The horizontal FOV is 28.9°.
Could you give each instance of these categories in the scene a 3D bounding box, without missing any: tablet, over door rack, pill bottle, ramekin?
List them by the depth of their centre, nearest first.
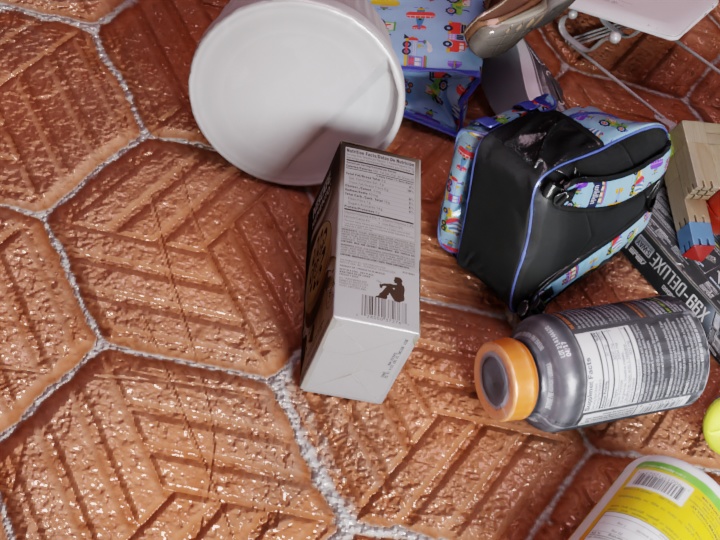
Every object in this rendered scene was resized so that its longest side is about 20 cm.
[{"bbox_3d":[0.212,0.249,1.117,0.111,0.111,0.200,40,51,12],"label":"pill bottle"},{"bbox_3d":[0.202,0.085,1.246,0.200,0.106,0.106,-7,56,-25],"label":"pill bottle"},{"bbox_3d":[-0.057,-0.186,1.310,0.202,0.203,0.094,15,37,-9],"label":"ramekin"},{"bbox_3d":[0.340,-0.242,1.581,0.148,0.067,0.200,-22,64,-32],"label":"over door rack"},{"bbox_3d":[0.295,-0.316,1.597,0.200,0.014,0.130,24,40,25],"label":"tablet"}]

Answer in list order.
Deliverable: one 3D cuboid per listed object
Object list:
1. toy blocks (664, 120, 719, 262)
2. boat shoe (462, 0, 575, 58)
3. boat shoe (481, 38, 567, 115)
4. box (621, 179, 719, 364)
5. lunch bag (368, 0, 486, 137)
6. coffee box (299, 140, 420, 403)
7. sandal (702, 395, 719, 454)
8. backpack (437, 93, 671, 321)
[{"bbox_3d":[0.386,-0.073,1.394,0.200,0.100,0.137,2,64,-20],"label":"toy blocks"},{"bbox_3d":[0.155,-0.274,1.414,0.072,0.076,0.200,51,41,2],"label":"boat shoe"},{"bbox_3d":[0.187,-0.177,1.465,0.066,0.070,0.200,-6,63,-38],"label":"boat shoe"},{"bbox_3d":[0.364,-0.016,1.423,0.158,0.050,0.200,-24,65,-34],"label":"box"},{"bbox_3d":[0.024,-0.240,1.450,0.200,0.094,0.151,12,49,-4],"label":"lunch bag"},{"bbox_3d":[0.000,0.000,1.232,0.080,0.113,0.200,12,50,-12],"label":"coffee box"},{"bbox_3d":[0.405,0.159,1.287,0.200,0.080,0.087,33,20,-5],"label":"sandal"},{"bbox_3d":[0.191,-0.078,1.319,0.200,0.183,0.135,-26,50,-32],"label":"backpack"}]
